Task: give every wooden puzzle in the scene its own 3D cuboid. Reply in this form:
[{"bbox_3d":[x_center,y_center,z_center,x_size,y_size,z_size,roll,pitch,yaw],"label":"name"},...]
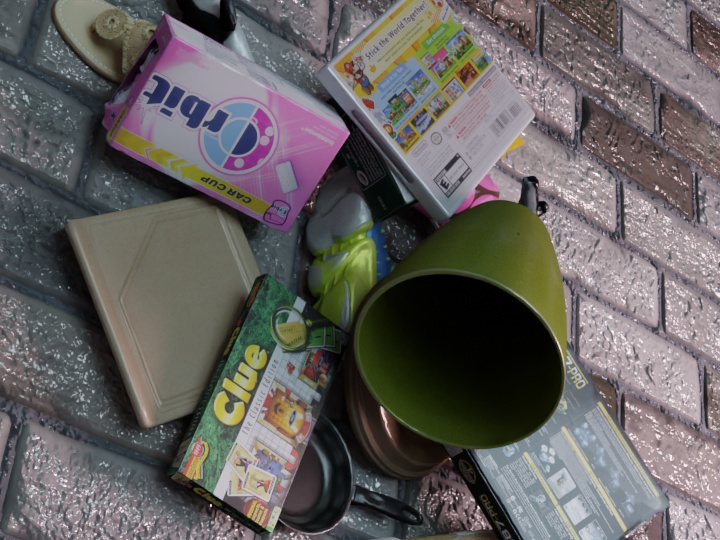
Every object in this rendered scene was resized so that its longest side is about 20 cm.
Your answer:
[{"bbox_3d":[-0.155,0.030,1.139,0.199,0.037,0.187,-14,79,-49],"label":"wooden puzzle"}]

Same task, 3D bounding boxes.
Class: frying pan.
[{"bbox_3d":[-0.026,0.181,1.179,0.189,0.031,0.116,7,67,-43],"label":"frying pan"}]

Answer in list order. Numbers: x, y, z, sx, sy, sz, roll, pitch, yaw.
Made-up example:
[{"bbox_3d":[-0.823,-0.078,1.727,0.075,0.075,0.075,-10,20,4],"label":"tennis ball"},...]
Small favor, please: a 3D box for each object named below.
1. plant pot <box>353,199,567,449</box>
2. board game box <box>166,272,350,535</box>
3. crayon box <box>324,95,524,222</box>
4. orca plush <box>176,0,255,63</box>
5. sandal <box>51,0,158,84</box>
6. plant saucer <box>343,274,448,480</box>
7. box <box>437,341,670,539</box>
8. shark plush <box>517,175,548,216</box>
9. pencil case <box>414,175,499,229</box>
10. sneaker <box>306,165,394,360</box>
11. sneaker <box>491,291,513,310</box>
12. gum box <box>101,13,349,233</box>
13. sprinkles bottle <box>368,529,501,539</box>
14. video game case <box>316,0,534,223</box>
[{"bbox_3d":[0.110,0.024,1.180,0.187,0.186,0.201,46,36,-14],"label":"plant pot"},{"bbox_3d":[-0.083,0.113,1.117,0.104,0.023,0.201,35,57,-22],"label":"board game box"},{"bbox_3d":[0.063,-0.141,1.291,0.199,0.051,0.127,-27,87,-43],"label":"crayon box"},{"bbox_3d":[-0.161,-0.245,1.240,0.070,0.105,0.202,-21,94,-12],"label":"orca plush"},{"bbox_3d":[-0.181,-0.194,1.196,0.212,0.069,0.078,43,47,-18],"label":"sandal"},{"bbox_3d":[0.056,0.100,1.249,0.199,0.029,0.203,6,83,-51],"label":"plant saucer"},{"bbox_3d":[0.178,0.180,1.232,0.160,0.049,0.201,-29,82,-25],"label":"box"},{"bbox_3d":[0.158,-0.005,1.329,0.091,0.201,0.083,42,46,14],"label":"shark plush"},{"bbox_3d":[0.056,-0.111,1.364,0.200,0.091,0.094,41,75,-17],"label":"pencil case"},{"bbox_3d":[0.000,0.000,1.274,0.105,0.075,0.202,32,58,-42],"label":"sneaker"},{"bbox_3d":[0.164,0.099,1.347,0.079,0.071,0.201,-32,127,-11],"label":"sneaker"},{"bbox_3d":[-0.125,-0.133,1.168,0.199,0.114,0.066,26,18,-26],"label":"gum box"},{"bbox_3d":[0.084,0.278,1.205,0.198,0.068,0.069,5,66,-41],"label":"sprinkles bottle"},{"bbox_3d":[0.069,-0.169,1.260,0.182,0.023,0.200,50,48,-9],"label":"video game case"}]
